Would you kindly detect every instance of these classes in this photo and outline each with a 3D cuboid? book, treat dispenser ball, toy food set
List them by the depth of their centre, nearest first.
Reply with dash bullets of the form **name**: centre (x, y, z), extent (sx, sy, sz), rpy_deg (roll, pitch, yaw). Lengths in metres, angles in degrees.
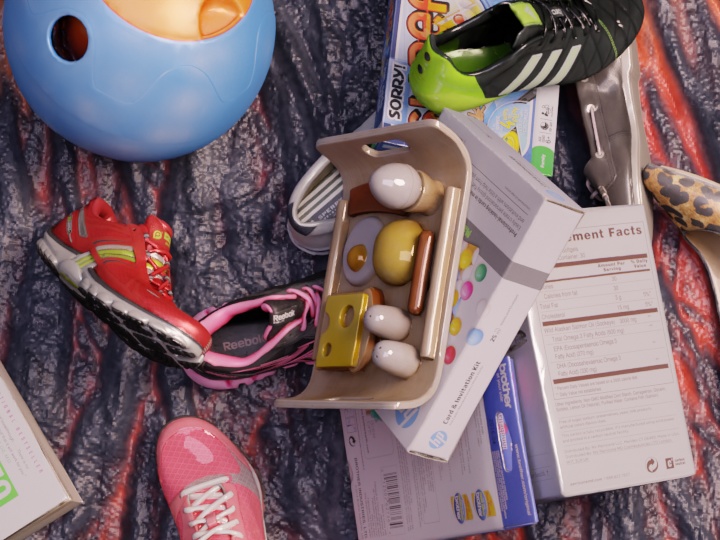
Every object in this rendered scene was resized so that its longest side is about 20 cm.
- **toy food set**: centre (0.000, 0.000, 1.341), extent (0.060, 0.143, 0.201), rpy_deg (18, 76, -35)
- **treat dispenser ball**: centre (-0.162, -0.181, 1.421), extent (0.200, 0.201, 0.202), rpy_deg (0, 82, 2)
- **book**: centre (-0.331, 0.171, 1.462), extent (0.200, 0.048, 0.134), rpy_deg (-32, 78, 0)

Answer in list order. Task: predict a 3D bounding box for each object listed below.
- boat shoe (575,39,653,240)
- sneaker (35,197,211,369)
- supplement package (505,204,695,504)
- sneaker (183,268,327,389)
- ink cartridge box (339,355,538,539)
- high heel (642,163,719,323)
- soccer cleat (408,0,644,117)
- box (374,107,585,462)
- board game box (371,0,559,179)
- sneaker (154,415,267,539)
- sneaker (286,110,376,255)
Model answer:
- **boat shoe**: centre (0.188, -0.102, 1.468), extent (0.057, 0.067, 0.201), rpy_deg (-7, 77, 17)
- **sneaker**: centre (-0.167, 0.000, 1.425), extent (0.085, 0.077, 0.200), rpy_deg (-45, 48, -10)
- **supplement package**: centre (0.148, 0.064, 1.398), extent (0.117, 0.117, 0.201), rpy_deg (-6, 81, -25)
- **sneaker**: centre (-0.043, 0.036, 1.440), extent (0.199, 0.095, 0.079), rpy_deg (-21, 80, -2)
- **ink cartridge box**: centre (0.062, 0.132, 1.382), extent (0.042, 0.200, 0.120), rpy_deg (-3, 80, -36)
- **high heel**: centre (0.263, 0.023, 1.428), extent (0.200, 0.071, 0.143), rpy_deg (36, 79, -9)
- **soccer cleat**: centre (0.128, -0.170, 1.398), extent (0.199, 0.081, 0.068), rpy_deg (-23, 69, -20)
- **box**: centre (0.060, 0.007, 1.346), extent (0.041, 0.156, 0.201), rpy_deg (16, 109, -33)
- **board game box**: centre (0.084, -0.169, 1.455), extent (0.135, 0.034, 0.201), rpy_deg (10, 70, -11)
- **sneaker**: centre (-0.098, 0.199, 1.423), extent (0.073, 0.087, 0.201), rpy_deg (-21, 82, -2)
- **sneaker**: centre (0.024, -0.089, 1.465), extent (0.073, 0.071, 0.200), rpy_deg (42, 86, 7)
